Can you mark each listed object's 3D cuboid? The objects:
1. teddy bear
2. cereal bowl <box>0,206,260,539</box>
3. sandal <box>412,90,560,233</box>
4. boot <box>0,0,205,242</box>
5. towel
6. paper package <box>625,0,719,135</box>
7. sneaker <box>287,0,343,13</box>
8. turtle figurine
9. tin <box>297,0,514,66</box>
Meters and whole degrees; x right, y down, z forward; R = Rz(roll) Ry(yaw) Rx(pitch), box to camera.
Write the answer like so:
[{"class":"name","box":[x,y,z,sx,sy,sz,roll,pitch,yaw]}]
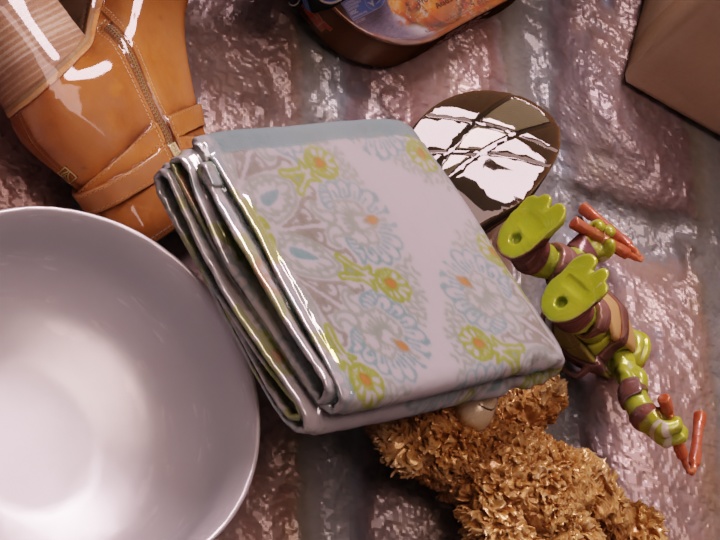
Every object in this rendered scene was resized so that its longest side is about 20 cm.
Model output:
[{"class":"teddy bear","box":[0.096,0.119,1.228,0.200,0.067,0.145,51,48,2]},{"class":"cereal bowl","box":[-0.154,0.073,1.086,0.200,0.083,0.200,15,58,-24]},{"class":"sandal","box":[0.043,-0.025,1.285,0.082,0.055,0.200,31,66,2]},{"class":"boot","box":[-0.109,-0.105,1.220,0.155,0.077,0.200,56,40,-4]},{"class":"towel","box":[0.000,0.000,1.163,0.200,0.048,0.171,-9,62,-47]},{"class":"paper package","box":[0.301,-0.165,1.423,0.190,0.200,0.104,28,53,-15]},{"class":"sneaker","box":[-0.030,-0.197,1.250,0.200,0.078,0.089,-2,72,-51]},{"class":"turtle figurine","box":[0.131,0.020,1.282,0.161,0.064,0.200,45,25,-53]},{"class":"tin","box":[0.035,-0.197,1.381,0.200,0.042,0.112,-31,87,-39]}]
